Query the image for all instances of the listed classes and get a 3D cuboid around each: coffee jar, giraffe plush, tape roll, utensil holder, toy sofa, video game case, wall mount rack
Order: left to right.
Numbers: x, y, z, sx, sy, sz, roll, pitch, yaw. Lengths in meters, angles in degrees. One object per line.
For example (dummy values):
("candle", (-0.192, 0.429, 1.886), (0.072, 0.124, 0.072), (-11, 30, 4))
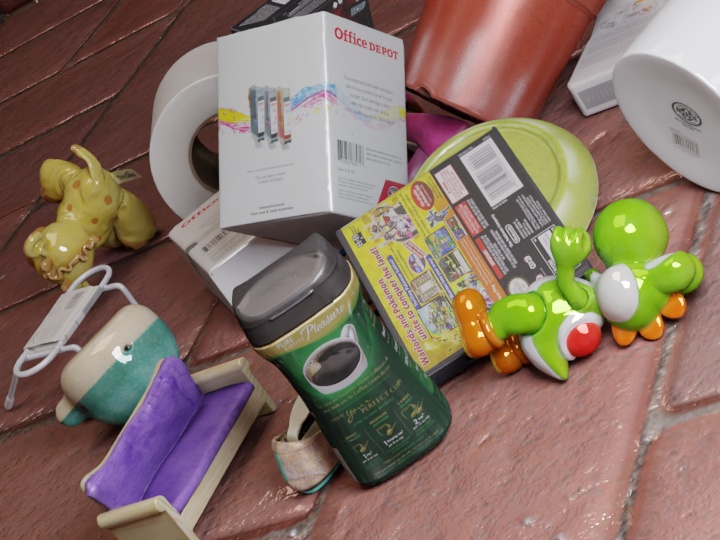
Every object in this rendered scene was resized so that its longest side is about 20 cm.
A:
("wall mount rack", (-0.359, 0.087, 2.016), (0.172, 0.075, 0.201), (-14, 31, 35))
("giraffe plush", (-0.367, -0.046, 2.176), (0.163, 0.172, 0.200), (-60, 13, -23))
("toy sofa", (-0.166, 0.163, 1.551), (0.082, 0.098, 0.201), (-19, 28, 36))
("tape roll", (-0.154, -0.162, 2.021), (0.202, 0.203, 0.139), (-33, 23, 8))
("coffee jar", (-0.016, 0.072, 1.375), (0.104, 0.201, 0.085), (-33, 23, 6))
("video game case", (0.091, -0.013, 1.501), (0.180, 0.026, 0.201), (-33, 50, 4))
("utensil holder", (0.333, -0.190, 1.419), (0.200, 0.170, 0.169), (-45, 24, -17))

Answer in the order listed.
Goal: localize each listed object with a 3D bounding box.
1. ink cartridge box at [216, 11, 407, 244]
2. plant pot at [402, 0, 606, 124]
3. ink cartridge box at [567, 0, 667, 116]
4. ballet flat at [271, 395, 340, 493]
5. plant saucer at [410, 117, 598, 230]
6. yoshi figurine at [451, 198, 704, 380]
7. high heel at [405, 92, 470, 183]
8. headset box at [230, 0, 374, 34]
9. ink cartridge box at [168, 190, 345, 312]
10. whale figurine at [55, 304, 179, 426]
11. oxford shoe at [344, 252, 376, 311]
("ink cartridge box", (-0.047, -0.139, 1.687), (0.143, 0.145, 0.203), (-6, 80, 35))
("plant pot", (0.143, -0.252, 1.742), (0.197, 0.199, 0.201), (-66, 24, 4))
("ink cartridge box", (0.322, -0.252, 1.711), (0.199, 0.045, 0.177), (-19, 29, 36))
("ballet flat", (-0.010, 0.105, 1.477), (0.068, 0.067, 0.200), (-8, 36, 48))
("plant saucer", (0.122, -0.069, 1.561), (0.198, 0.031, 0.202), (-14, 52, 18))
("yoshi figurine", (0.176, 0.006, 1.353), (0.198, 0.113, 0.113), (-21, 20, 26))
("high heel", (0.075, -0.168, 1.846), (0.096, 0.067, 0.201), (-51, 21, 23))
("headset box", (-0.050, -0.215, 1.878), (0.077, 0.202, 0.149), (20, 48, 38))
("ink cartridge box", (-0.117, -0.034, 1.873), (0.146, 0.085, 0.200), (-38, 22, -6))
("whale figurine", (-0.256, 0.118, 1.801), (0.159, 0.104, 0.200), (-48, 1, -26))
("oxford shoe", (0.000, 0.000, 1.653), (0.199, 0.074, 0.071), (-33, 23, 8))
